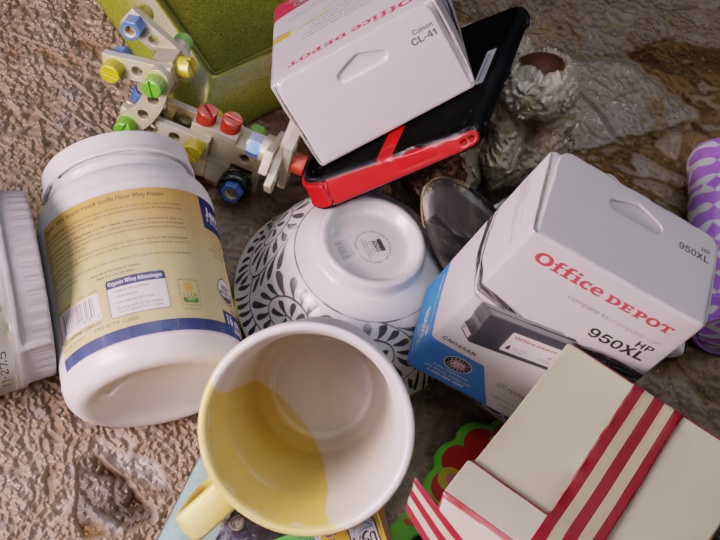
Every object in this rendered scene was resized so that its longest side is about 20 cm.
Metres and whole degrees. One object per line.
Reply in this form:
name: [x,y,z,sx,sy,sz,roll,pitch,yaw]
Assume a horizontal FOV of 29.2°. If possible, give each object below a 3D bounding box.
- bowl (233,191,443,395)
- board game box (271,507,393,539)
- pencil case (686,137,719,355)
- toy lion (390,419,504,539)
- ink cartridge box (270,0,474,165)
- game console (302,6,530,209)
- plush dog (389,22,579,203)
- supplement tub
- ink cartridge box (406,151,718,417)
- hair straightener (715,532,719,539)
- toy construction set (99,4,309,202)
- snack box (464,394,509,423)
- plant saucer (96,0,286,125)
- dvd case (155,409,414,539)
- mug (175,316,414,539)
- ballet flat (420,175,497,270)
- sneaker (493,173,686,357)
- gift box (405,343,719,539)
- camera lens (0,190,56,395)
bowl: [0.000,0.000,1.140,0.199,0.094,0.202,7,55,-11]
board game box: [-0.025,0.286,0.981,0.152,0.040,0.201,-20,78,3]
pencil case: [0.334,-0.022,1.232,0.085,0.084,0.201,-8,61,24]
toy lion: [0.103,0.213,1.086,0.199,0.069,0.193,-13,59,-17]
ink cartridge box: [0.006,-0.190,1.147,0.147,0.086,0.200,-27,28,13]
game console: [0.047,-0.134,1.137,0.031,0.176,0.201,56,35,-27]
plush dog: [0.096,-0.115,1.217,0.171,0.161,0.200,-18,25,-6]
supplement tub: [-0.176,0.007,1.086,0.143,0.145,0.201,-8,65,-15]
ink cartridge box: [0.145,0.025,1.019,0.144,0.200,0.085,27,51,-9]
hair straightener: [0.295,0.192,1.122,0.041,0.077,0.201,-11,61,-36]
toy construction set: [-0.127,-0.127,1.166,0.199,0.132,0.092,32,45,11]
snack box: [0.153,0.115,1.124,0.199,0.024,0.072,36,36,6]
plant saucer: [-0.117,-0.241,1.280,0.199,0.048,0.200,-29,72,-22]
dvd case: [-0.058,0.166,1.096,0.145,0.022,0.201,25,59,3]
mug: [-0.052,0.103,1.017,0.185,0.153,0.151,-10,97,4]
ballet flat: [0.116,0.003,1.136,0.066,0.057,0.200,-37,104,15]
sneaker: [0.184,0.007,1.199,0.200,0.146,0.081,54,37,-30]
gift box: [0.142,0.180,0.958,0.184,0.201,0.187,30,56,21]
camera lens: [-0.340,0.026,1.035,0.199,0.160,0.161,-10,65,-16]
